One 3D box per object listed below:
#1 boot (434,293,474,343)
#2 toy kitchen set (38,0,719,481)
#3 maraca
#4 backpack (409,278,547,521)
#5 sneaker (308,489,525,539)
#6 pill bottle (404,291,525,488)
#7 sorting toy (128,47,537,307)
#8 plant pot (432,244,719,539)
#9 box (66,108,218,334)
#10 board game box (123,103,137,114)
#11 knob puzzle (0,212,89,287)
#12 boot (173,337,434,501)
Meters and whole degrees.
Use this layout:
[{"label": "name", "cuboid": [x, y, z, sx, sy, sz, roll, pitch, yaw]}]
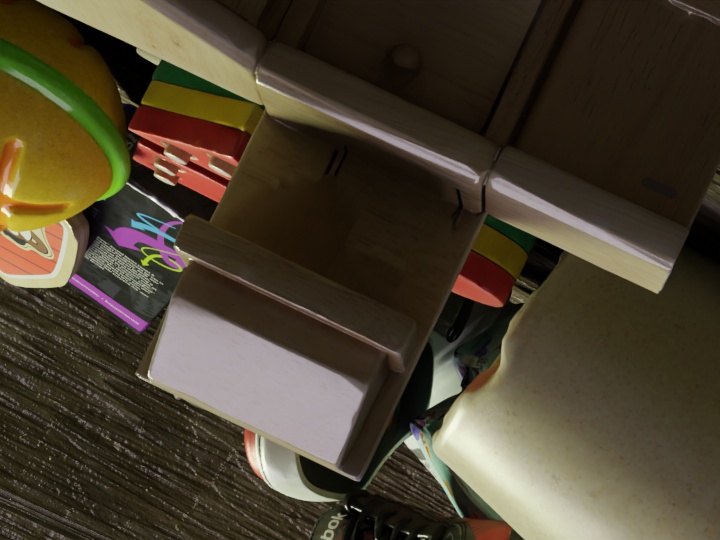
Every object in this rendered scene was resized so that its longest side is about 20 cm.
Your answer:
[{"label": "boot", "cuboid": [0.000, 0.000, 1.174, 0.131, 0.068, 0.200, 26, -152, -9]}, {"label": "toy kitchen set", "cuboid": [-0.011, -0.045, 0.591, 0.200, 0.163, 0.180, 25, 174, 6]}, {"label": "maraca", "cuboid": [-0.191, -0.077, 1.066, 0.200, 0.107, 0.137, 12, 151, 31]}, {"label": "backpack", "cuboid": [0.124, 0.097, 1.183, 0.178, 0.151, 0.200, 52, 169, -8]}, {"label": "sneaker", "cuboid": [0.025, 0.145, 1.115, 0.098, 0.071, 0.200, 25, 165, -9]}, {"label": "pill bottle", "cuboid": [0.093, 0.091, 1.337, 0.200, 0.113, 0.113, 50, 170, -8]}, {"label": "sorting toy", "cuboid": [-0.010, -0.048, 1.015, 0.200, 0.070, 0.199, 27, 174, -6]}, {"label": "plant pot", "cuboid": [0.139, 0.077, 1.005, 0.183, 0.201, 0.200, 36, 175, 6]}, {"label": "box", "cuboid": [-0.144, -0.039, 1.220, 0.143, 0.036, 0.200, 35, 160, -7]}, {"label": "board game box", "cuboid": [-0.084, -0.037, 1.338, 0.200, 0.045, 0.152, 29, -172, 13]}, {"label": "knob puzzle", "cuboid": [-0.217, -0.051, 1.208, 0.220, 0.030, 0.220, 34, 156, 18]}, {"label": "boot", "cuboid": [-0.057, 0.065, 1.205, 0.144, 0.073, 0.200, 7, -170, 16]}]
